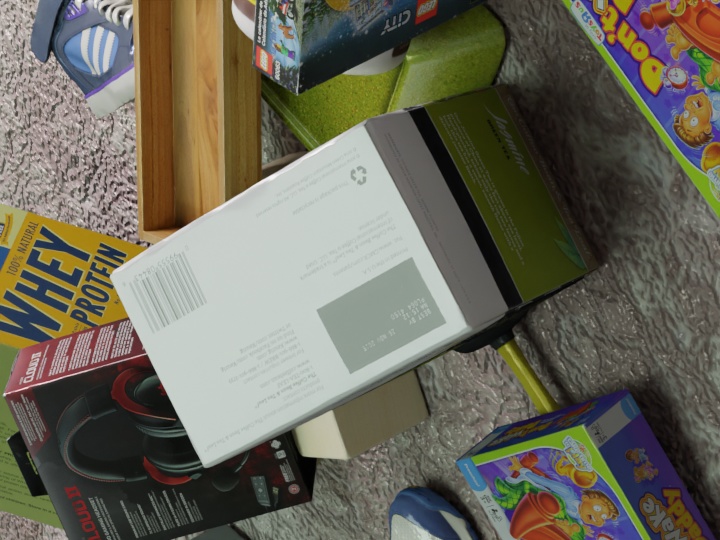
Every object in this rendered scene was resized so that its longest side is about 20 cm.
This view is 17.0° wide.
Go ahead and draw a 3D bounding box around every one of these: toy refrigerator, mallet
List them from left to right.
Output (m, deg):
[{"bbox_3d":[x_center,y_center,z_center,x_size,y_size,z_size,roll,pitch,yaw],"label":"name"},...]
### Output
[{"bbox_3d":[-0.029,0.023,1.652,0.070,0.076,0.200,-3,109,56],"label":"toy refrigerator"},{"bbox_3d":[0.125,0.085,1.515,0.200,0.041,0.066,52,143,11],"label":"mallet"}]

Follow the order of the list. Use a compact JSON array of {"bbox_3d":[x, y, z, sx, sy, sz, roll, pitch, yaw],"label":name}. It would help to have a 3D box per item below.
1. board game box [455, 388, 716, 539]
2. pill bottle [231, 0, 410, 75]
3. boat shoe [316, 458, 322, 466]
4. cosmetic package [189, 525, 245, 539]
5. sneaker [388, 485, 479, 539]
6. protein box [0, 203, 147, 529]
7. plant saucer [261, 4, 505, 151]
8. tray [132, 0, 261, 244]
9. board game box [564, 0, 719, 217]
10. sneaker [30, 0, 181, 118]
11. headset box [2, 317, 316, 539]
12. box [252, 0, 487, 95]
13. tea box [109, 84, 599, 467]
[{"bbox_3d":[0.160,0.180,1.483,0.134,0.045,0.200,-24,99,55],"label":"board game box"},{"bbox_3d":[0.000,-0.222,1.386,0.109,0.109,0.200,36,118,38],"label":"pill bottle"},{"bbox_3d":[-0.092,0.060,1.767,0.063,0.074,0.201,-6,110,48],"label":"boat shoe"},{"bbox_3d":[-0.082,0.325,1.952,0.151,0.052,0.200,33,136,37],"label":"cosmetic package"},{"bbox_3d":[0.050,0.253,1.682,0.075,0.088,0.200,-1,109,57],"label":"sneaker"},{"bbox_3d":[-0.235,0.080,1.848,0.198,0.135,0.200,17,137,0],"label":"protein box"},{"bbox_3d":[-0.009,-0.139,1.539,0.200,0.048,0.200,49,144,24],"label":"plant saucer"},{"bbox_3d":[-0.107,-0.110,1.589,0.099,0.037,0.200,18,114,46],"label":"tray"},{"bbox_3d":[0.180,-0.141,1.255,0.200,0.045,0.134,56,147,14],"label":"board game box"},{"bbox_3d":[-0.176,-0.196,1.710,0.147,0.081,0.200,63,153,-4],"label":"sneaker"},{"bbox_3d":[-0.148,0.112,1.700,0.075,0.200,0.149,-84,-24,-65],"label":"headset box"},{"bbox_3d":[0.028,-0.194,1.306,0.038,0.200,0.137,35,137,31],"label":"box"},{"bbox_3d":[0.000,0.000,1.421,0.200,0.197,0.134,-29,86,28],"label":"tea box"}]
